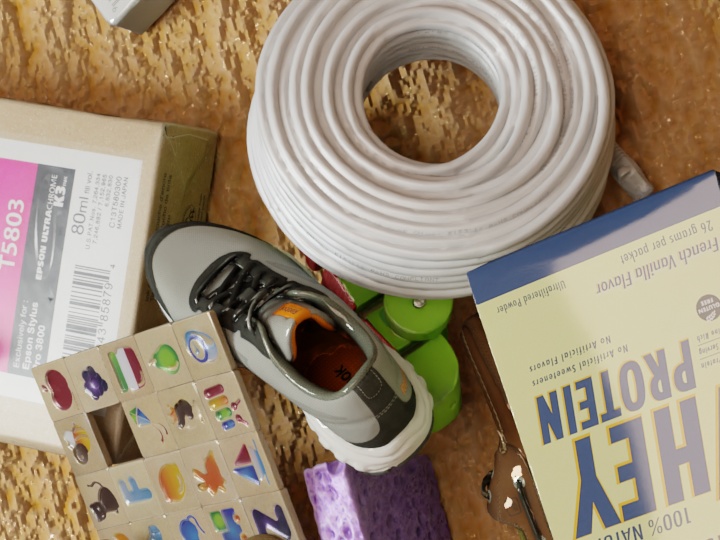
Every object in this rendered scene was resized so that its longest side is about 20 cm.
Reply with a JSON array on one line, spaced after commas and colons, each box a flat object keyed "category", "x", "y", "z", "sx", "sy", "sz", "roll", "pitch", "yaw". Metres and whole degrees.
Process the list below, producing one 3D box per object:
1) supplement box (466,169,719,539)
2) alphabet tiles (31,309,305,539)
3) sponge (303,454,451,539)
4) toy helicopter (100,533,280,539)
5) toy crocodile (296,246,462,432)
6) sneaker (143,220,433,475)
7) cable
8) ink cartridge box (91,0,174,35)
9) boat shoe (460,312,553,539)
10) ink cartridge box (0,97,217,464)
[{"category": "supplement box", "x": 0.174, "y": 0.074, "z": 1.176, "sx": 0.133, "sy": 0.199, "sz": 0.202, "roll": -23, "pitch": 79, "yaw": 21}, {"category": "alphabet tiles", "x": -0.095, "y": 0.131, "z": 1.302, "sx": 0.166, "sy": 0.008, "sz": 0.202, "roll": -17, "pitch": 96, "yaw": 46}, {"category": "sponge", "x": 0.028, "y": 0.199, "z": 1.284, "sx": 0.030, "sy": 0.111, "sz": 0.202, "roll": -18, "pitch": 80, "yaw": 24}, {"category": "toy helicopter", "x": -0.106, "y": 0.192, "z": 1.300, "sx": 0.200, "sy": 0.079, "sz": 0.133, "roll": -37, "pitch": 73, "yaw": 35}, {"category": "toy crocodile", "x": 0.000, "y": 0.000, "z": 1.320, "sx": 0.061, "sy": 0.068, "sz": 0.201, "roll": -29, "pitch": 73, "yaw": -12}, {"category": "sneaker", "x": -0.043, "y": 0.025, "z": 1.256, "sx": 0.200, "sy": 0.079, "sz": 0.074, "roll": 35, "pitch": 76, "yaw": 33}, {"category": "cable", "x": 0.038, "y": -0.082, "z": 1.278, "sx": 0.199, "sy": 0.069, "sz": 0.201, "roll": -24, "pitch": 71, "yaw": -10}, {"category": "ink cartridge box", "x": -0.136, "y": -0.274, "z": 1.421, "sx": 0.173, "sy": 0.043, "sz": 0.201, "roll": -42, "pitch": 71, "yaw": 16}, {"category": "boat shoe", "x": 0.095, "y": 0.114, "z": 1.279, "sx": 0.068, "sy": 0.072, "sz": 0.201, "roll": -32, "pitch": 75, "yaw": 18}, {"category": "ink cartridge box", "x": -0.182, "y": 0.003, "z": 1.410, "sx": 0.163, "sy": 0.075, "sz": 0.202, "roll": 9, "pitch": 92, "yaw": 23}]
